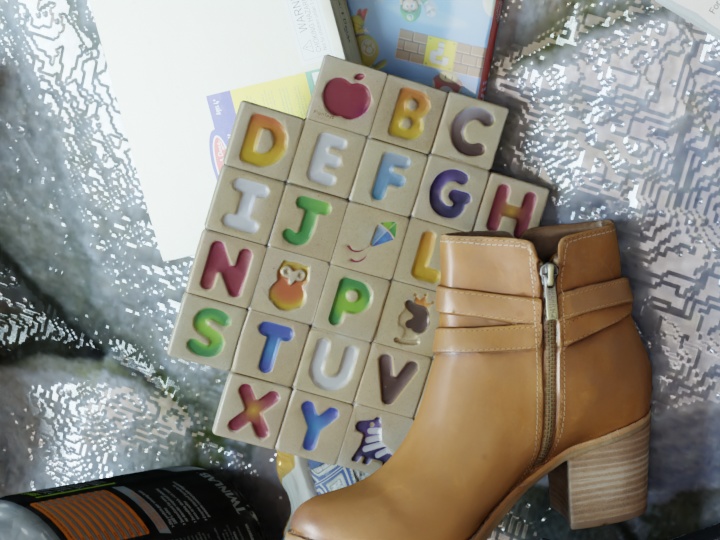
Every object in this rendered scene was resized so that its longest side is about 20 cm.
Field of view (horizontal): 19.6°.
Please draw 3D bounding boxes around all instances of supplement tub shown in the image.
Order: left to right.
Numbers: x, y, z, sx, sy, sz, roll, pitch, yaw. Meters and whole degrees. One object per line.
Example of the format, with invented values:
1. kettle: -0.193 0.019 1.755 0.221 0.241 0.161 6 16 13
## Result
1. supplement tub: -0.148 0.172 1.087 0.122 0.200 0.123 2 94 38

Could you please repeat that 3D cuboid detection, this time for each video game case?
1. video game case: 0.010 -0.182 1.060 0.143 0.017 0.200 15 107 16

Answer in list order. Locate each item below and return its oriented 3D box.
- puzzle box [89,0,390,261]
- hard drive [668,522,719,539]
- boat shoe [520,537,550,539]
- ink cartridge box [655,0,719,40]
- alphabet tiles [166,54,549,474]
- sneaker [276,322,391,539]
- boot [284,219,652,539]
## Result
1. puzzle box: -0.068 -0.113 1.081 0.133 0.025 0.200 -11 99 21
2. hard drive: 0.202 0.197 1.066 0.200 0.038 0.140 -24 93 22
3. boat shoe: 0.067 0.194 1.068 0.074 0.200 0.060 7 62 -5
4. ink cartridge box: 0.243 -0.109 0.924 0.200 0.144 0.084 33 109 10
5. alphabet tiles: 0.000 0.000 1.055 0.166 0.006 0.200 16 95 -13
6. sneaker: 0.000 0.111 1.112 0.088 0.075 0.200 1 106 4
7. boot: 0.051 0.060 1.032 0.200 0.077 0.155 -9 101 -11
